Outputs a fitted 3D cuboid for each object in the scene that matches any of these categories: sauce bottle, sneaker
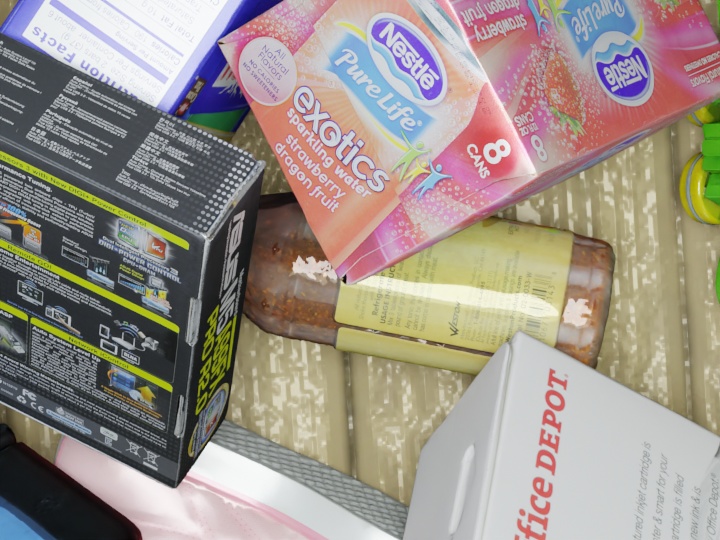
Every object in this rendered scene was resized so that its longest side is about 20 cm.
[{"bbox_3d":[0.000,0.000,1.094,0.199,0.066,0.066,12,93,0],"label":"sauce bottle"},{"bbox_3d":[-0.042,0.127,1.107,0.199,0.075,0.105,25,95,4],"label":"sneaker"}]

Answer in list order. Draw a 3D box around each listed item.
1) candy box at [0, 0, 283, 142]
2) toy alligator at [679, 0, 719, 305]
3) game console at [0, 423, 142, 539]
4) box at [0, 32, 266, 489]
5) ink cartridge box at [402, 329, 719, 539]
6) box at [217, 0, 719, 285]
[{"bbox_3d":[-0.041,-0.145,1.044,0.077,0.169,0.200,35,94,3],"label":"candy box"},{"bbox_3d":[0.167,-0.081,1.100,0.054,0.059,0.201,-2,92,-40],"label":"toy alligator"},{"bbox_3d":[-0.216,0.084,1.033,0.199,0.119,0.173,-30,94,-27],"label":"game console"},{"bbox_3d":[-0.138,-0.018,1.009,0.199,0.161,0.044,25,52,11],"label":"box"},{"bbox_3d":[0.114,0.135,1.039,0.199,0.146,0.084,27,131,-11],"label":"ink cartridge box"},{"bbox_3d":[0.051,-0.076,1.017,0.094,0.200,0.103,-28,88,31],"label":"box"}]
